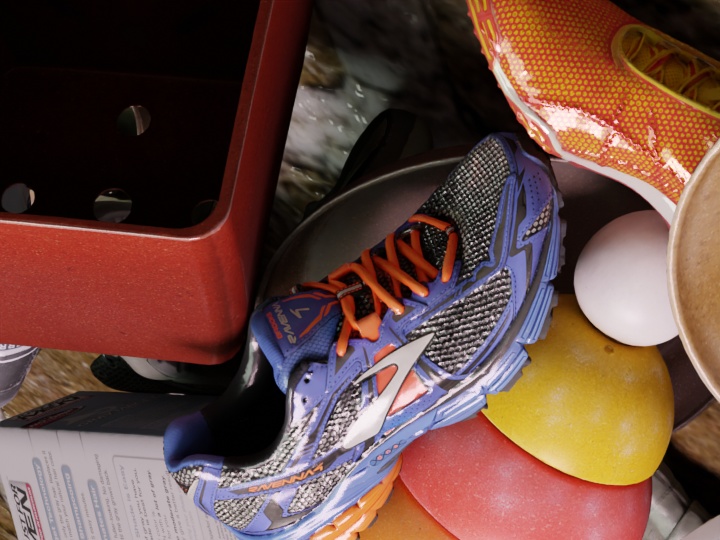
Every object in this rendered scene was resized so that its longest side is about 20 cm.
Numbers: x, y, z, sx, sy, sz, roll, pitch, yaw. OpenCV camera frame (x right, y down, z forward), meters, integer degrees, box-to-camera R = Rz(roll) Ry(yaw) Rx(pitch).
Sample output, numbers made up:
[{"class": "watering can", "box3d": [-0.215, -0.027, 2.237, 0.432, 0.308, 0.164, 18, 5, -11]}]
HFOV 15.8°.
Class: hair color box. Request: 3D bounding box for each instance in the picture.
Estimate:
[{"class": "hair color box", "box3d": [-0.089, 0.112, 1.207, 0.200, 0.061, 0.099, -2, 105, 51]}]

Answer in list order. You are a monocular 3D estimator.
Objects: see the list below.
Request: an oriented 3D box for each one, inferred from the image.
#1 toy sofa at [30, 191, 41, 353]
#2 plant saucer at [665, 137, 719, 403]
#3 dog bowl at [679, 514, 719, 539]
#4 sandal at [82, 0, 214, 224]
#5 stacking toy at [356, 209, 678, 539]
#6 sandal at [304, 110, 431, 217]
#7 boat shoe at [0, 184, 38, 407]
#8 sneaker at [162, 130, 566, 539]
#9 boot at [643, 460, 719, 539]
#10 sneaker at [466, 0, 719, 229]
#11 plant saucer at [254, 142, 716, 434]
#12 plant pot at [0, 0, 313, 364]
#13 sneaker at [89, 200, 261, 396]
[{"class": "toy sofa", "box3d": [-0.214, -0.049, 1.310, 0.083, 0.098, 0.200, 4, 139, 49]}, {"class": "plant saucer", "box3d": [0.204, 0.001, 0.864, 0.200, 0.035, 0.201, 11, 132, 13]}, {"class": "dog bowl", "box3d": [0.206, 0.150, 1.007, 0.199, 0.059, 0.200, -4, 143, -3]}, {"class": "sandal", "box3d": [-0.122, -0.069, 1.167, 0.080, 0.058, 0.201, 2, 150, 16]}, {"class": "stacking toy", "box3d": [0.074, 0.058, 1.006, 0.146, 0.146, 0.200, 34, 115, 9]}, {"class": "sandal", "box3d": [0.000, 0.001, 1.131, 0.057, 0.080, 0.201, 23, 155, -7]}, {"class": "boat shoe", "box3d": [-0.180, -0.022, 1.202, 0.068, 0.073, 0.200, 106, 150, -43]}, {"class": "sneaker", "box3d": [0.002, 0.028, 0.952, 0.078, 0.200, 0.075, 26, -159, -33]}, {"class": "boot", "box3d": [0.167, 0.128, 1.146, 0.131, 0.068, 0.200, 40, 153, 11]}, {"class": "sneaker", "box3d": [0.123, -0.053, 0.927, 0.200, 0.073, 0.077, 39, 133, -11]}, {"class": "plant saucer", "box3d": [0.057, 0.013, 1.044, 0.199, 0.032, 0.201, 0, 138, 0]}, {"class": "plant pot", "box3d": [-0.114, -0.067, 1.002, 0.199, 0.201, 0.176, 5, 154, 11]}, {"class": "sneaker", "box3d": [-0.104, 0.019, 1.222, 0.114, 0.077, 0.199, 1, 167, 31]}]
